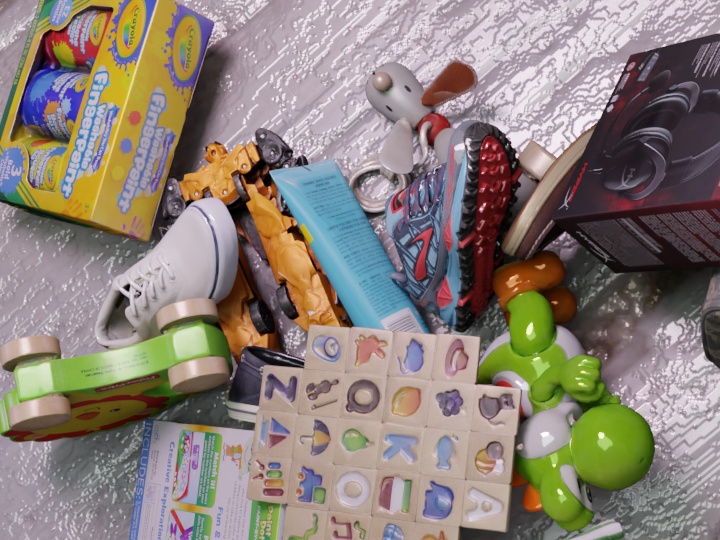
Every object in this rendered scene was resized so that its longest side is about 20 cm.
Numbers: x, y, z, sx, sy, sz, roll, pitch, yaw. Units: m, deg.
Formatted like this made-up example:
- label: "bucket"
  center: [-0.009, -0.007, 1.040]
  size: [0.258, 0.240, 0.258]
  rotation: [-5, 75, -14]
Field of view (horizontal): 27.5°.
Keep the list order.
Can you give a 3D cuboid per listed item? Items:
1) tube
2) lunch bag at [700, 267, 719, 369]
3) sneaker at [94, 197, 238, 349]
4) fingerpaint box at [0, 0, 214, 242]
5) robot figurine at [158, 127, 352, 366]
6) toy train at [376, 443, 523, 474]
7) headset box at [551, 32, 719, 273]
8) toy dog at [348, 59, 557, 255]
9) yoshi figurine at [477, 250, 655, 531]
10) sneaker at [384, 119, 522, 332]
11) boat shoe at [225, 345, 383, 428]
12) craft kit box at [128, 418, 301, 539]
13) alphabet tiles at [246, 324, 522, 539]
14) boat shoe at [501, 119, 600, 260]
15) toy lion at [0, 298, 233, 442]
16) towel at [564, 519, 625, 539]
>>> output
- label: "tube"
  center: [0.000, 0.000, 1.174]
  size: [0.050, 0.077, 0.201]
  rotation: [-35, 79, 34]
- label: "lunch bag"
  center: [0.344, -0.003, 1.017]
  size: [0.199, 0.139, 0.168]
  rotation: [14, 68, 23]
- label: "sneaker"
  center: [-0.159, 0.014, 1.185]
  size: [0.073, 0.071, 0.200]
  rotation: [59, 141, 18]
- label: "fingerpaint box"
  center: [-0.232, -0.141, 1.279]
  size: [0.166, 0.073, 0.201]
  rotation: [14, 85, 41]
- label: "robot figurine"
  center: [-0.087, -0.017, 1.228]
  size: [0.145, 0.058, 0.201]
  rotation: [-27, 72, 15]
- label: "toy train"
  center: [0.046, 0.182, 1.093]
  size: [0.199, 0.084, 0.116]
  rotation: [-3, 90, 49]
- label: "headset box"
  center: [0.242, -0.082, 0.981]
  size: [0.200, 0.077, 0.149]
  rotation: [-5, 54, 60]
- label: "toy dog"
  center: [0.070, -0.096, 1.160]
  size: [0.199, 0.096, 0.132]
  rotation: [21, 87, 24]
- label: "yoshi figurine"
  center: [0.159, 0.087, 1.065]
  size: [0.112, 0.112, 0.201]
  rotation: [127, 144, -48]
- label: "sneaker"
  center: [0.056, -0.036, 1.089]
  size: [0.095, 0.201, 0.079]
  rotation: [28, 52, 20]
- label: "boat shoe"
  center: [-0.017, 0.092, 1.126]
  size: [0.199, 0.074, 0.063]
  rotation: [5, 91, 32]
- label: "craft kit box"
  center: [-0.113, 0.221, 1.155]
  size: [0.197, 0.048, 0.201]
  rotation: [-1, 79, 51]
- label: "alphabet tiles"
  center: [0.015, 0.126, 1.053]
  size: [0.199, 0.006, 0.167]
  rotation: [3, 81, 21]
- label: "boat shoe"
  center: [0.185, -0.066, 1.092]
  size: [0.072, 0.072, 0.200]
  rotation: [42, 59, 11]
- label: "toy lion"
  center: [-0.199, 0.095, 1.189]
  size: [0.199, 0.192, 0.069]
  rotation: [-14, 74, -2]
- label: "towel"
  center: [0.104, 0.207, 1.013]
  size: [0.152, 0.200, 0.023]
  rotation: [-19, 78, -2]
